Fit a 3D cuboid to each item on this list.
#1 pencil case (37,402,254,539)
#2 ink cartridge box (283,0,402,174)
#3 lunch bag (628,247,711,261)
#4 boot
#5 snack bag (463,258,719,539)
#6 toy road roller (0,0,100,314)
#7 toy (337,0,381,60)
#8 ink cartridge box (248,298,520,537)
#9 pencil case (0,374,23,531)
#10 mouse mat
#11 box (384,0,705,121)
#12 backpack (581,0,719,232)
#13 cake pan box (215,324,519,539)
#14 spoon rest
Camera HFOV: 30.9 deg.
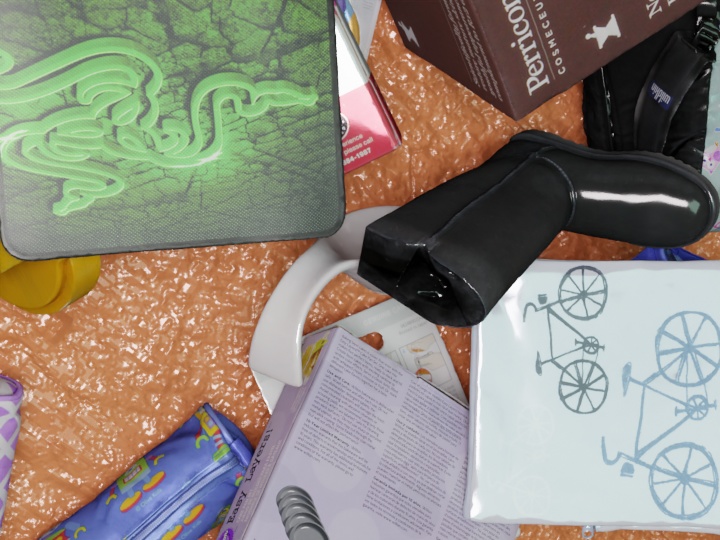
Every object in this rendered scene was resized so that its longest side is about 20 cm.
[{"bbox_3d":[-0.151,0.176,0.864,0.200,0.087,0.078,-40,102,-13],"label":"pencil case"},{"bbox_3d":[-0.081,-0.140,0.802,0.145,0.083,0.201,-25,101,6],"label":"ink cartridge box"},{"bbox_3d":[0.233,0.068,0.976,0.200,0.151,0.094,31,43,-18],"label":"lunch bag"},{"bbox_3d":[0.117,-0.023,0.832,0.200,0.164,0.066,-31,129,-49],"label":"boot"},{"bbox_3d":[0.165,0.086,0.886,0.199,0.021,0.190,1,89,-6],"label":"snack bag"},{"bbox_3d":[-0.213,-0.068,0.745,0.146,0.123,0.201,-37,110,-42],"label":"toy road roller"},{"bbox_3d":[-0.043,-0.141,0.874,0.115,0.047,0.201,14,94,-26],"label":"toy"},{"bbox_3d":[0.012,0.133,0.933,0.160,0.047,0.201,-22,88,-34],"label":"ink cartridge box"},{"bbox_3d":[-0.268,0.156,0.817,0.084,0.085,0.201,7,98,-61],"label":"pencil case"},{"bbox_3d":[-0.104,-0.092,0.724,0.199,0.008,0.162,-5,94,-20],"label":"mouse mat"},{"bbox_3d":[0.114,-0.233,0.812,0.200,0.164,0.166,-33,126,-7],"label":"box"},{"bbox_3d":[0.235,-0.119,0.943,0.126,0.167,0.201,-13,112,-20],"label":"backpack"},{"bbox_3d":[0.018,0.164,0.870,0.200,0.052,0.185,33,64,-20],"label":"cake pan box"},{"bbox_3d":[0.000,0.000,0.862,0.200,0.099,0.061,-41,139,-46],"label":"spoon rest"}]
